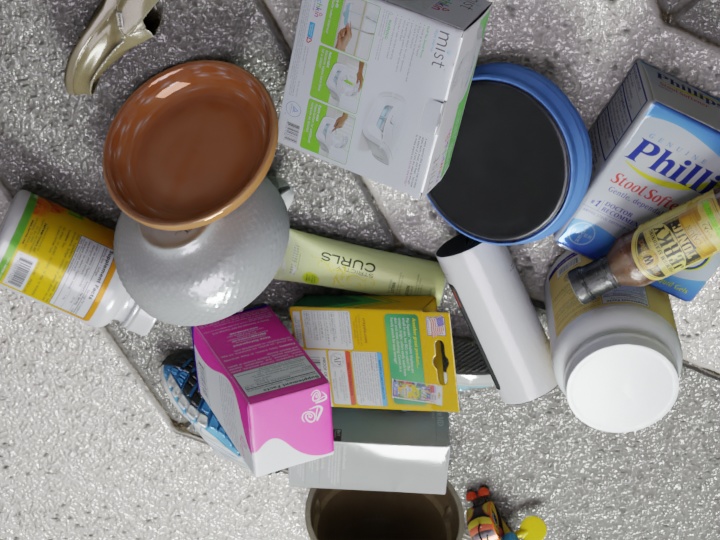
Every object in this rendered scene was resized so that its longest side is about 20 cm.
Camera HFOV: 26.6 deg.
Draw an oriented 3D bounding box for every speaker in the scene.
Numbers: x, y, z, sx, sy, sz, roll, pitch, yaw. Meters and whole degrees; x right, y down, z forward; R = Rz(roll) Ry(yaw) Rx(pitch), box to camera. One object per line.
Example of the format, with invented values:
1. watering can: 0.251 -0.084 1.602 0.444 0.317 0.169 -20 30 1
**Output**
1. speaker: 0.161 0.049 1.751 0.081 0.081 0.200 -21 106 15

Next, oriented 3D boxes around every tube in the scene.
1. tube: 0.000 0.000 1.774 0.199 0.052 0.058 12 86 -2

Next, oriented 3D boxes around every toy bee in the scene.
1. toy bee: 0.177 0.341 1.979 0.130 0.109 0.200 -8 149 -2

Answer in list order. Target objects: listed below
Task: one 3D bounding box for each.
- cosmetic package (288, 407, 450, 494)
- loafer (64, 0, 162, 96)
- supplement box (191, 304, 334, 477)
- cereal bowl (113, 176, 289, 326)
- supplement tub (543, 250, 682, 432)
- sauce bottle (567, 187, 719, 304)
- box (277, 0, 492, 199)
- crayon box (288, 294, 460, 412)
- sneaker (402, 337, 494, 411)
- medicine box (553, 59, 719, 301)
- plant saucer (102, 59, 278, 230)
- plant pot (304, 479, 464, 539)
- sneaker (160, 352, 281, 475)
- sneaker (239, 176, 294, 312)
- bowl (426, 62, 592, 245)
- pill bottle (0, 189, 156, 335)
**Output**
1. cosmetic package: 0.012 0.209 1.879 0.199 0.107 0.090 0 125 0
2. loafer: -0.247 -0.256 1.589 0.067 0.076 0.200 29 120 -10
3. supplement box: -0.115 0.135 1.759 0.103 0.200 0.101 -13 121 -19
4. cereal bowl: -0.182 -0.046 1.649 0.199 0.201 0.083 -16 148 12
5. supplement tub: 0.285 0.072 1.720 0.145 0.200 0.146 1 124 1
6. sauce bottle: 0.317 -0.023 1.614 0.200 0.065 0.065 -29 119 19
7. box: 0.021 -0.203 1.571 0.176 0.097 0.200 22 124 13
8. crayon box: 0.023 0.095 1.768 0.199 0.052 0.126 1 109 23
9. sneaker: 0.077 0.131 1.848 0.199 0.074 0.082 4 126 13
10. medicine box: 0.333 -0.096 1.664 0.182 0.103 0.200 23 122 -14
11. plant saucer: -0.177 -0.130 1.617 0.200 0.201 0.037 -16 152 12
12. plant pot: 0.023 0.365 1.949 0.200 0.201 0.184 5 136 -2
13. sneaker: -0.184 0.186 1.895 0.200 0.075 0.087 48 147 -13
14. sneaker: -0.130 -0.030 1.754 0.087 0.075 0.200 19 127 -31
15. bowl: 0.148 -0.121 1.633 0.200 0.039 0.201 12 114 27
16. pill bottle: -0.321 -0.002 1.742 0.200 0.111 0.111 26 121 -15
